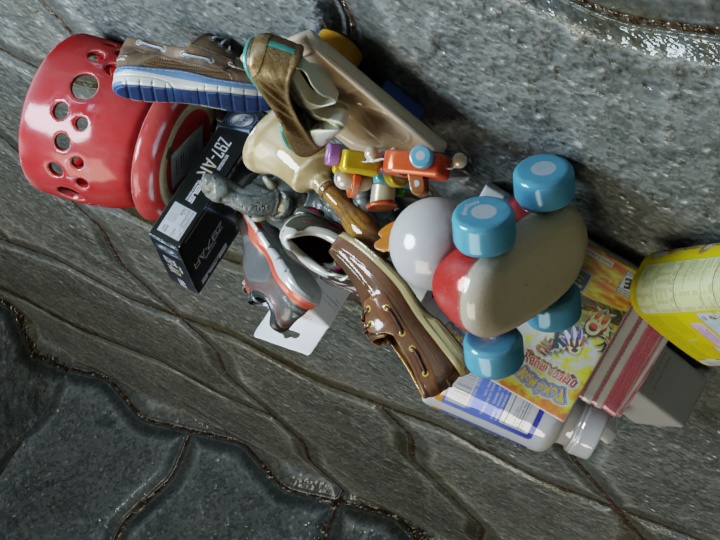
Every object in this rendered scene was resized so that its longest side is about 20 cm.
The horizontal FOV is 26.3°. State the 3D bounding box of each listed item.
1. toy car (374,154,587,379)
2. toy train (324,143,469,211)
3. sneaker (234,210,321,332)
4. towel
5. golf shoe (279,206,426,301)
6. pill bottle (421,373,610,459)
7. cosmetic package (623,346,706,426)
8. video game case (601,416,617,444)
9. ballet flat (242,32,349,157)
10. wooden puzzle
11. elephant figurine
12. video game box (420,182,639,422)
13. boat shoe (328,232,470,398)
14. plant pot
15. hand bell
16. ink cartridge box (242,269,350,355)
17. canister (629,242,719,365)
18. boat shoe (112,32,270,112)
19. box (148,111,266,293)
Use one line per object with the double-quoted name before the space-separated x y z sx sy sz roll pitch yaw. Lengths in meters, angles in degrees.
"toy car" 0.107 -0.028 1.558 0.200 0.177 0.185 27 139 38
"toy train" 0.043 -0.090 1.580 0.149 0.056 0.200 7 177 13
"sneaker" -0.119 -0.003 1.835 0.077 0.082 0.200 28 -161 -38
"towel" 0.232 0.050 1.672 0.199 0.147 0.030 30 -172 4
"golf shoe" 0.000 0.000 1.693 0.199 0.078 0.088 23 -167 2
"pill bottle" 0.179 0.136 1.735 0.199 0.112 0.112 23 163 2
"cosmetic package" 0.294 0.100 1.795 0.200 0.074 0.102 35 165 -20
"video game case" 0.229 0.115 1.876 0.200 0.024 0.182 39 -166 -3
"ballet flat" -0.052 -0.168 1.525 0.072 0.068 0.200 7 155 20
"wooden puzzle" -0.014 -0.185 1.589 0.185 0.046 0.200 38 167 -21
"elephant figurine" -0.065 -0.081 1.811 0.199 0.142 0.155 26 160 15
"video game box" 0.176 0.033 1.641 0.199 0.183 0.047 29 -168 5
"boat shoe" 0.030 0.046 1.604 0.200 0.068 0.072 49 174 10
"plant pot" -0.283 -0.169 1.851 0.182 0.201 0.201 17 160 17
"hand bell" -0.031 -0.083 1.678 0.200 0.104 0.104 49 173 26
"ink cartridge box" -0.065 -0.004 1.923 0.117 0.201 0.067 15 157 43
"canister" 0.366 0.033 1.473 0.148 0.087 0.200 36 164 -16
"boat shoe" -0.168 -0.221 1.683 0.199 0.073 0.072 6 168 -7
"box" -0.175 -0.087 1.875 0.043 0.200 0.160 28 163 13
